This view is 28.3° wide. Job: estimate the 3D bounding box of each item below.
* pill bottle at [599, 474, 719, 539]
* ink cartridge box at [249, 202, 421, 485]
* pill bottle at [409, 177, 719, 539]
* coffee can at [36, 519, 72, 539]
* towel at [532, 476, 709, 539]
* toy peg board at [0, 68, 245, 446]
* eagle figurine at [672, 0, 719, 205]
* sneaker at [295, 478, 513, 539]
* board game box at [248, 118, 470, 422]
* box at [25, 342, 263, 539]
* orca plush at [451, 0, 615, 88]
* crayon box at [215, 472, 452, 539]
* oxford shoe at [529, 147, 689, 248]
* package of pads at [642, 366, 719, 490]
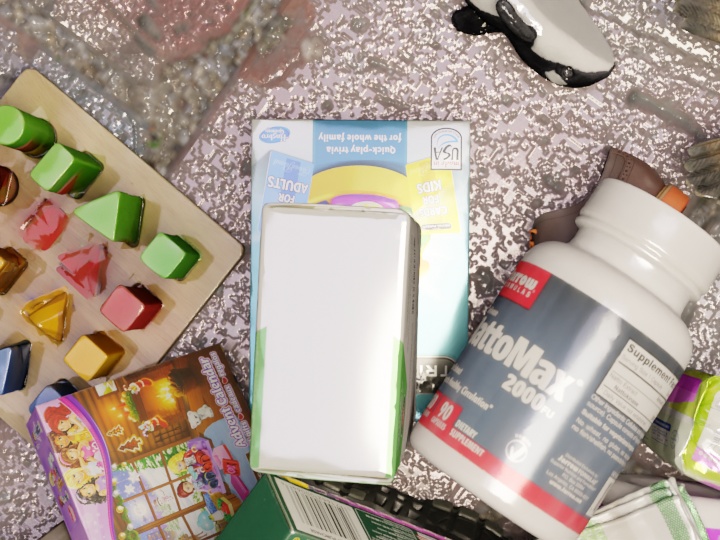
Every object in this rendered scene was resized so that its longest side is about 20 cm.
[{"bbox_3d":[0.195,0.242,0.940,0.103,0.104,0.203,7,90,2],"label":"pill bottle"},{"bbox_3d":[-0.009,0.039,0.853,0.083,0.200,0.148,3,89,5],"label":"ink cartridge box"},{"bbox_3d":[0.129,0.052,0.862,0.119,0.120,0.201,33,88,2],"label":"pill bottle"},{"bbox_3d":[-0.187,0.285,0.928,0.146,0.146,0.201,-37,89,1],"label":"coffee can"},{"bbox_3d":[0.138,0.234,0.885,0.198,0.031,0.151,-26,82,17],"label":"towel"},{"bbox_3d":[-0.216,-0.001,0.957,0.199,0.098,0.200,39,90,2],"label":"toy peg board"},{"bbox_3d":[0.303,-0.121,0.920,0.152,0.198,0.152,56,135,32],"label":"eagle figurine"},{"bbox_3d":[0.028,0.192,0.971,0.198,0.075,0.080,25,106,6],"label":"sneaker"},{"bbox_3d":[0.000,0.000,0.976,0.149,0.047,0.203,0,89,2],"label":"board game box"},{"bbox_3d":[-0.113,0.161,0.916,0.135,0.039,0.202,-18,75,-30],"label":"box"},{"bbox_3d":[0.078,-0.183,0.963,0.199,0.106,0.071,31,131,-21],"label":"orca plush"},{"bbox_3d":[-0.018,0.225,0.834,0.199,0.058,0.173,26,107,-33],"label":"crayon box"},{"bbox_3d":[0.132,0.006,0.966,0.072,0.071,0.200,41,81,8],"label":"oxford shoe"},{"bbox_3d":[0.286,0.124,0.913,0.198,0.155,0.069,21,90,1],"label":"package of pads"}]
